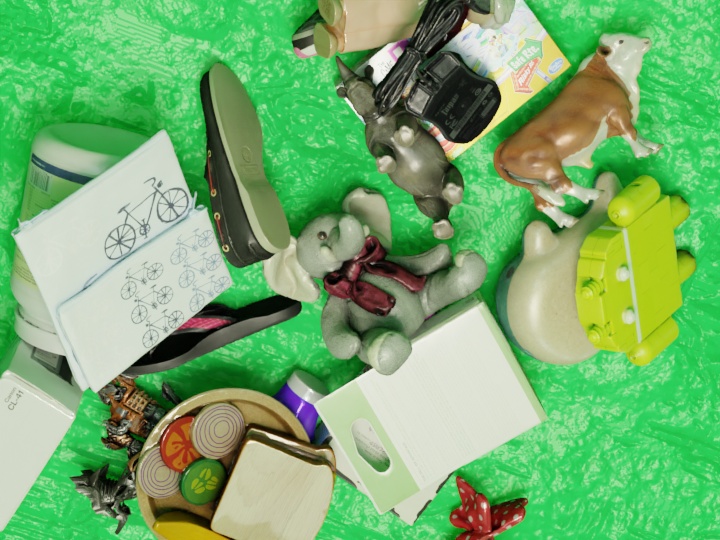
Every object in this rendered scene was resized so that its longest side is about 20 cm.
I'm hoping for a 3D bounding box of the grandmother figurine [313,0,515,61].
[{"bbox_3d":[0.057,-0.248,1.565,0.198,0.061,0.122,-9,140,-22],"label":"grandmother figurine"}]

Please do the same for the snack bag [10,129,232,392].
[{"bbox_3d":[-0.216,-0.011,1.552,0.188,0.021,0.202,-37,132,-25],"label":"snack bag"}]

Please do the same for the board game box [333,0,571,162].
[{"bbox_3d":[0.091,-0.196,1.653,0.199,0.034,0.135,-39,105,7],"label":"board game box"}]

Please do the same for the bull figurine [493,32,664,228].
[{"bbox_3d":[0.226,-0.141,1.637,0.200,0.065,0.122,-41,81,-1],"label":"bull figurine"}]

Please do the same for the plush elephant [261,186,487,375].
[{"bbox_3d":[0.000,0.000,1.637,0.165,0.200,0.155,-42,101,-22],"label":"plush elephant"}]

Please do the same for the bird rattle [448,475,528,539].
[{"bbox_3d":[0.110,0.329,1.753,0.200,0.164,0.112,-41,123,18],"label":"bird rattle"}]

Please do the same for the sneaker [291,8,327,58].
[{"bbox_3d":[-0.005,-0.293,1.600,0.200,0.074,0.087,-45,105,4],"label":"sneaker"}]

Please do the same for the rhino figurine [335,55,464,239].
[{"bbox_3d":[0.035,-0.127,1.606,0.060,0.088,0.201,-36,106,13],"label":"rhino figurine"}]

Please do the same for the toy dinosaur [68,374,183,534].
[{"bbox_3d":[-0.222,0.194,1.707,0.135,0.102,0.201,-38,67,-3],"label":"toy dinosaur"}]

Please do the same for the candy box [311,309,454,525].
[{"bbox_3d":[0.058,0.146,1.738,0.136,0.061,0.201,36,100,-14],"label":"candy box"}]

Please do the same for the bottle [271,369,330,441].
[{"bbox_3d":[-0.102,0.198,1.739,0.083,0.065,0.201,33,102,-4],"label":"bottle"}]

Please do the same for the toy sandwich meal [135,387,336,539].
[{"bbox_3d":[-0.124,0.216,1.658,0.202,0.070,0.208,-4,105,-14],"label":"toy sandwich meal"}]

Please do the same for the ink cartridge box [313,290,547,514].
[{"bbox_3d":[0.070,0.134,1.678,0.198,0.048,0.146,-30,106,4],"label":"ink cartridge box"}]

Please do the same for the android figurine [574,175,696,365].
[{"bbox_3d":[0.274,0.004,1.654,0.041,0.199,0.184,7,116,38],"label":"android figurine"}]

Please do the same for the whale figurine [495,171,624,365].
[{"bbox_3d":[0.214,-0.003,1.698,0.159,0.103,0.201,36,78,-27],"label":"whale figurine"}]

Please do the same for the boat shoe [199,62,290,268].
[{"bbox_3d":[-0.127,-0.103,1.621,0.063,0.073,0.204,-23,75,30],"label":"boat shoe"}]

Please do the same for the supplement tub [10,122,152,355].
[{"bbox_3d":[-0.262,-0.030,1.620,0.143,0.145,0.203,11,106,-7],"label":"supplement tub"}]

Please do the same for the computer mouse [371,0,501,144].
[{"bbox_3d":[0.086,-0.198,1.564,0.046,0.199,0.141,41,105,29],"label":"computer mouse"}]

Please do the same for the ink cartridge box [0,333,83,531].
[{"bbox_3d":[-0.337,0.143,1.637,0.085,0.200,0.148,31,103,-12],"label":"ink cartridge box"}]

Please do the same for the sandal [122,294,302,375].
[{"bbox_3d":[-0.158,0.053,1.692,0.198,0.075,0.046,-22,110,-6],"label":"sandal"}]
